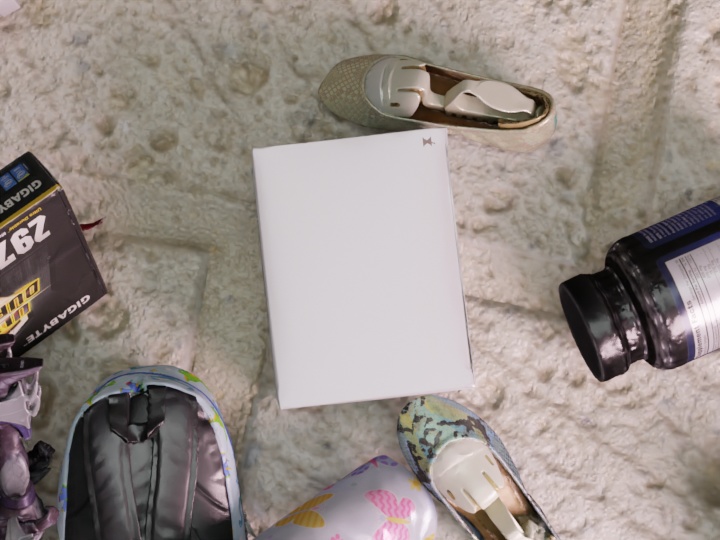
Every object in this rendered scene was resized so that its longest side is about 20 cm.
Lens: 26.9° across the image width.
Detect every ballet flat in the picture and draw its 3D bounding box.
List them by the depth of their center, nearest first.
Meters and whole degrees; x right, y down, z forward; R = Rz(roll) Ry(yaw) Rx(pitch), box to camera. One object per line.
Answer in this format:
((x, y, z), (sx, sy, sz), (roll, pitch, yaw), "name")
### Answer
((0.102, 0.178, 1.171), (0.074, 0.074, 0.200), (-43, 114, -3), "ballet flat")
((0.065, -0.145, 1.219), (0.197, 0.062, 0.068), (9, 73, -3), "ballet flat")

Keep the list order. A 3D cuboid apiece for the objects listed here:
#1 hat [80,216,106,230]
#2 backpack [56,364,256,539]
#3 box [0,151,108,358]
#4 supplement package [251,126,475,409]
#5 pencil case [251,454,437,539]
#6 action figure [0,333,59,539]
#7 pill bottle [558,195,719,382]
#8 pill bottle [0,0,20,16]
((-0.360, -0.051, 1.213), (0.201, 0.165, 0.176), (54, 46, -8), "hat")
((-0.164, 0.176, 1.171), (0.161, 0.154, 0.203), (-5, 109, 2), "backpack")
((-0.297, 0.022, 1.133), (0.199, 0.160, 0.049), (-37, 62, -16), "box")
((0.000, 0.000, 1.189), (0.153, 0.111, 0.203), (-6, 87, -2), "supplement package")
((-0.027, 0.223, 1.146), (0.199, 0.083, 0.092), (-32, 103, -41), "pencil case")
((-0.260, 0.153, 1.132), (0.068, 0.130, 0.203), (-12, 115, -16), "action figure")
((0.264, 0.010, 1.198), (0.198, 0.112, 0.113), (-23, 89, -2), "pill bottle")
((-0.374, -0.197, 1.181), (0.198, 0.112, 0.113), (-28, 89, -3), "pill bottle")
